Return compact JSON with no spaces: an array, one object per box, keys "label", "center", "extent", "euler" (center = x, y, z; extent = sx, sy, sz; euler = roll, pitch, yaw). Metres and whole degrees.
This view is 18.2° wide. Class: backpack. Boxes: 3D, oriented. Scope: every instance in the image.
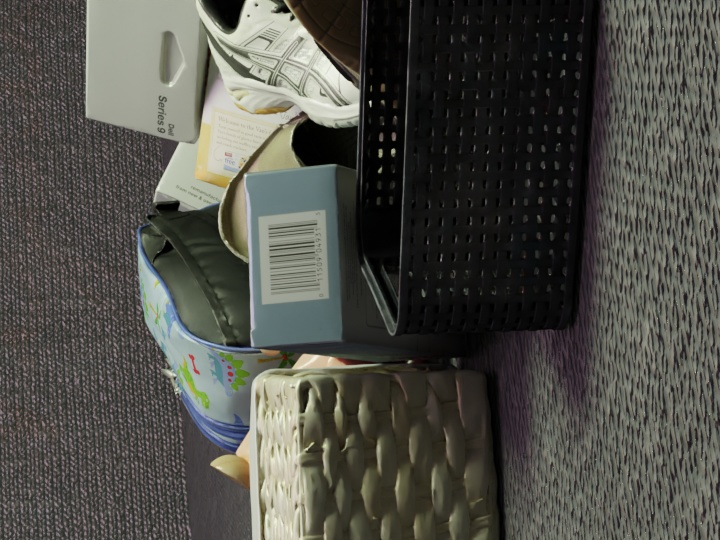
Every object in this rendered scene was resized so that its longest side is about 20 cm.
[{"label":"backpack","center":[-0.053,0.042,1.580],"extent":[0.200,0.182,0.148],"euler":[-121,23,-57]}]

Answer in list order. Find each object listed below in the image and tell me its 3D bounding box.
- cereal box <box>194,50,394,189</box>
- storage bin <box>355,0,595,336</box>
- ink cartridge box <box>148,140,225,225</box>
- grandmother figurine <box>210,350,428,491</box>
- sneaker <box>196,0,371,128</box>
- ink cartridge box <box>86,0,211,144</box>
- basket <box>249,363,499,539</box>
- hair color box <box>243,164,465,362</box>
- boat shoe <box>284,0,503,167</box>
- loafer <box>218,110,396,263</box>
[{"label":"cereal box","center":[-0.028,-0.137,1.457],"extent":[0.039,0.143,0.201],"euler":[-28,-47,-58]},{"label":"storage bin","center":[0.055,-0.079,1.146],"extent":[0.135,0.093,0.201],"euler":[-114,23,-66]},{"label":"ink cartridge box","center":[-0.089,-0.114,1.791],"extent":[0.146,0.085,0.201],"euler":[124,170,-74]},{"label":"grandmother figurine","center":[-0.007,0.062,1.438],"extent":[0.201,0.121,0.061],"euler":[-59,-3,-8]},{"label":"sneaker","center":[-0.030,-0.141,1.349],"extent":[0.199,0.076,0.088],"euler":[4,130,47]},{"label":"ink cartridge box","center":[-0.118,-0.206,1.540],"extent":[0.200,0.084,0.147],"euler":[-68,-12,-48]},{"label":"basket","center":[0.011,0.155,1.343],"extent":[0.123,0.135,0.201],"euler":[160,108,-76]},{"label":"hair color box","center":[0.000,0.000,1.314],"extent":[0.200,0.060,0.100],"euler":[12,-105,-67]},{"label":"boat shoe","center":[0.004,-0.137,1.231],"extent":[0.200,0.072,0.065],"euler":[45,170,-20]},{"label":"loafer","center":[-0.027,-0.068,1.413],"extent":[0.200,0.068,0.076],"euler":[-40,85,32]}]
